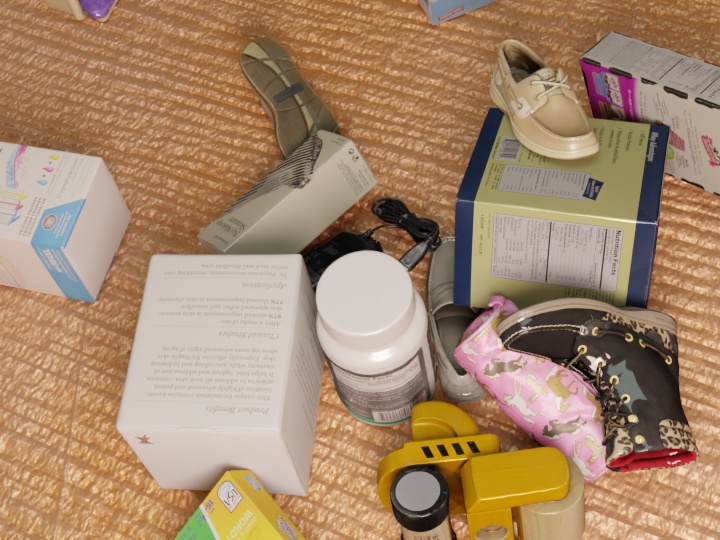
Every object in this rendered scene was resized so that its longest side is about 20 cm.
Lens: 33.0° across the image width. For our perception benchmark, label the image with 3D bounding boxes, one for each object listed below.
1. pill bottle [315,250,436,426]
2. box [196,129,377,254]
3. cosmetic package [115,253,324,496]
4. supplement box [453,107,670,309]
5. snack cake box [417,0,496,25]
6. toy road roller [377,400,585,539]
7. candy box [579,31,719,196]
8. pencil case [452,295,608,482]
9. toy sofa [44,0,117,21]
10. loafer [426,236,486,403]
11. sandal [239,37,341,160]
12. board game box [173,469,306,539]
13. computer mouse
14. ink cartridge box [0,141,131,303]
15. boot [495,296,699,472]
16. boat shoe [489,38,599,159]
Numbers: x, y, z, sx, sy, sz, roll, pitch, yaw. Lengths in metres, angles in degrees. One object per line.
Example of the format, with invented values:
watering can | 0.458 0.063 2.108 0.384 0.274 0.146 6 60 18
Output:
pill bottle | 0.016 0.070 1.241 0.113 0.200 0.114 -4 59 6
box | -0.084 -0.071 1.398 0.200 0.068 0.082 -42 32 -15
cosmetic package | -0.136 0.108 1.262 0.167 0.167 0.201 1 59 9
supplement box | 0.215 -0.060 1.290 0.199 0.135 0.200 8 38 13
snack cake box | 0.159 -0.412 1.582 0.199 0.067 0.115 -23 58 -5
toy road roller | 0.115 0.202 1.199 0.199 0.123 0.146 -7 48 5
candy box | 0.345 -0.172 1.342 0.061 0.137 0.200 -41 45 -17
pencil case | 0.183 0.118 1.221 0.200 0.083 0.087 43 74 4
toy sofa | -0.354 -0.443 1.667 0.097 0.083 0.200 21 65 20
loafer | 0.107 0.044 1.319 0.070 0.070 0.201 -8 59 3
sandal | -0.085 -0.193 1.491 0.080 0.054 0.200 -27 78 -13
board game box | -0.102 0.316 1.166 0.200 0.040 0.153 44 105 28
computer mouse | 0.000 0.000 1.359 0.200 0.046 0.140 -36 34 -19
ink cartridge box | -0.395 -0.061 1.423 0.199 0.125 0.129 10 62 13
boot | 0.230 0.109 1.154 0.199 0.073 0.151 8 59 -27
boat shoe | 0.191 -0.183 1.289 0.072 0.065 0.200 -11 36 -13
